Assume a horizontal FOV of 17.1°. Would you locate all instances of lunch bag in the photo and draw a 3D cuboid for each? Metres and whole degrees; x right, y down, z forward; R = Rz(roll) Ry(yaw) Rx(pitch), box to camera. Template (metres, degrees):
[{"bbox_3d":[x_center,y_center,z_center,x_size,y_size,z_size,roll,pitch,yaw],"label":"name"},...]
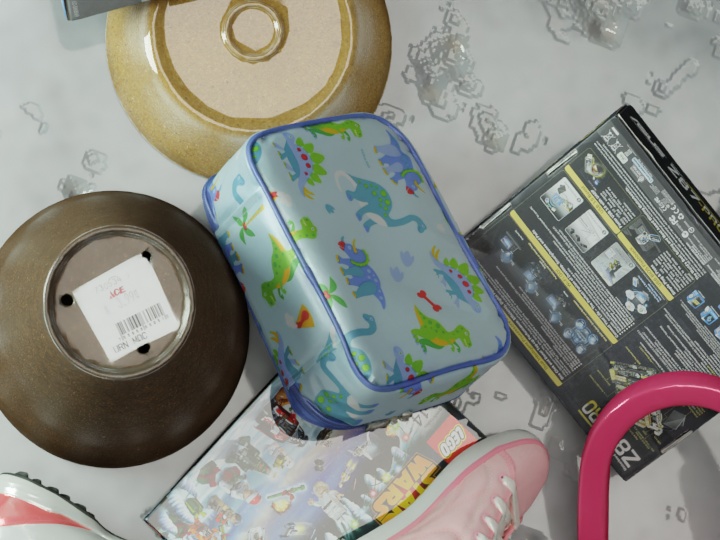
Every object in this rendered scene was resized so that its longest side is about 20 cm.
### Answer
[{"bbox_3d":[0.000,0.000,1.560,0.160,0.082,0.201,-15,71,-42],"label":"lunch bag"}]

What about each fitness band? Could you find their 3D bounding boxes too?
[{"bbox_3d":[0.216,0.164,1.592,0.142,0.037,0.202,4,109,13],"label":"fitness band"}]

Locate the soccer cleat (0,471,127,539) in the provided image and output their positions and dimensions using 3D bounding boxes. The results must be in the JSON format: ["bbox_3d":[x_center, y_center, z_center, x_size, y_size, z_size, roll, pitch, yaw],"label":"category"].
[{"bbox_3d":[-0.165,0.207,1.561,0.199,0.068,0.074,29,67,1],"label":"soccer cleat"}]

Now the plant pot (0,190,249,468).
[{"bbox_3d":[-0.154,0.030,1.518,0.185,0.200,0.189,1,84,-8],"label":"plant pot"}]

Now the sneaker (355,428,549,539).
[{"bbox_3d":[0.071,0.190,1.561,0.200,0.076,0.104,-34,46,-26],"label":"sneaker"}]

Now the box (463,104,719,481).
[{"bbox_3d":[0.178,0.016,1.602,0.161,0.049,0.200,-40,89,21],"label":"box"}]

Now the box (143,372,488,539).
[{"bbox_3d":[-0.030,0.140,1.604,0.137,0.040,0.200,43,81,-2],"label":"box"}]

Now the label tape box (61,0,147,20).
[{"bbox_3d":[-0.121,-0.264,1.598,0.198,0.063,0.145,-16,67,-7],"label":"label tape box"}]

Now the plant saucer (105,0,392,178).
[{"bbox_3d":[-0.074,-0.160,1.630,0.198,0.035,0.202,1,84,-8],"label":"plant saucer"}]
